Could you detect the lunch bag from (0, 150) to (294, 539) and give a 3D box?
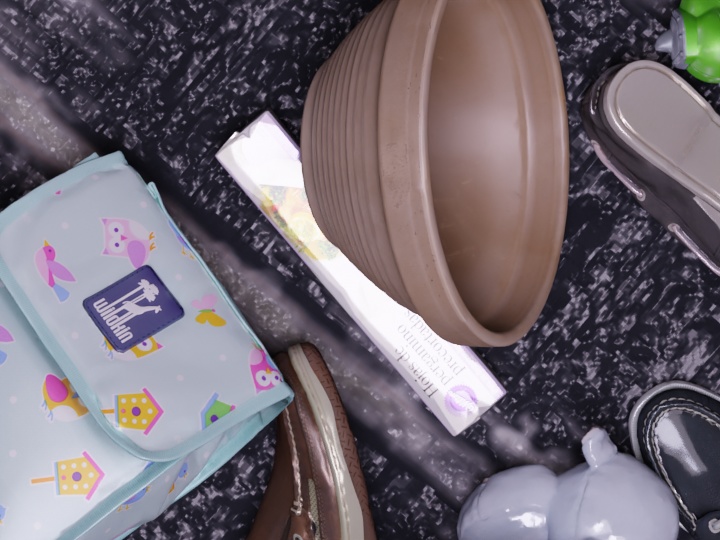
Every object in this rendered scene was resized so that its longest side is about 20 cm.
[{"bbox_3d":[-0.155,0.058,1.457,0.200,0.122,0.170,-38,79,3],"label":"lunch bag"}]

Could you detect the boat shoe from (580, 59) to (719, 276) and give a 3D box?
[{"bbox_3d":[0.197,-0.035,1.497,0.200,0.057,0.067,44,74,-8],"label":"boat shoe"}]

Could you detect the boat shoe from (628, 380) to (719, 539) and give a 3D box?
[{"bbox_3d":[0.221,0.142,1.505,0.076,0.060,0.200,-44,94,5],"label":"boat shoe"}]

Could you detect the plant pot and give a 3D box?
[{"bbox_3d":[0.031,-0.060,1.433,0.093,0.201,0.201,-2,97,25],"label":"plant pot"}]

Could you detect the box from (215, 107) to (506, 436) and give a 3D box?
[{"bbox_3d":[0.000,0.000,1.501,0.039,0.041,0.200,-40,95,5],"label":"box"}]

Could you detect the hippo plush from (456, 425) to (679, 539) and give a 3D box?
[{"bbox_3d":[0.105,0.155,1.445,0.200,0.161,0.159,-11,140,25],"label":"hippo plush"}]

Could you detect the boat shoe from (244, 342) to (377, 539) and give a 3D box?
[{"bbox_3d":[-0.030,0.142,1.496,0.075,0.075,0.203,-14,96,-5],"label":"boat shoe"}]

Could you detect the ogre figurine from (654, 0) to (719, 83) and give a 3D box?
[{"bbox_3d":[0.240,-0.123,1.461,0.200,0.098,0.120,39,83,-15],"label":"ogre figurine"}]
